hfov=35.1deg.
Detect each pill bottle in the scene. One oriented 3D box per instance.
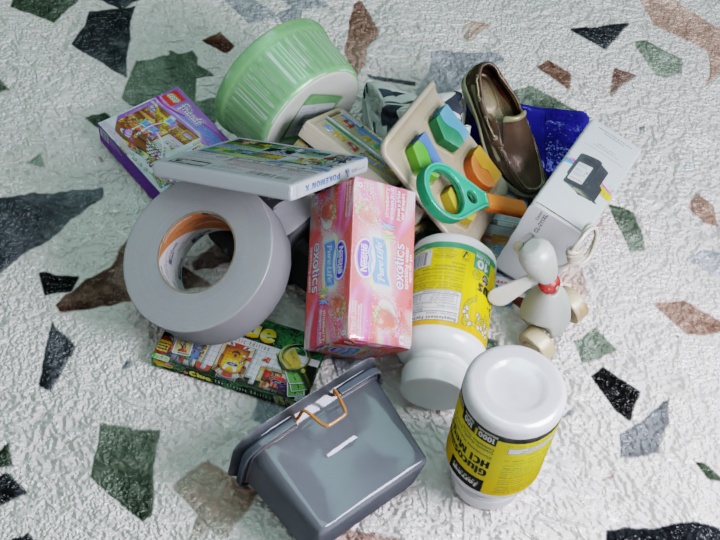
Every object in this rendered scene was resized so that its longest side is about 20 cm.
[{"bbox_3d":[0.104,0.064,1.409,0.112,0.113,0.201,10,58,3],"label":"pill bottle"},{"bbox_3d":[0.156,0.183,1.268,0.112,0.201,0.113,3,50,-3],"label":"pill bottle"}]

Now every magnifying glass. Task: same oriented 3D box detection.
[{"bbox_3d":[0.147,-0.093,1.475,0.199,0.022,0.080,9,62,-44],"label":"magnifying glass"}]

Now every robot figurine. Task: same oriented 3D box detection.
[{"bbox_3d":[-0.107,-0.060,1.490,0.200,0.150,0.125,41,100,24],"label":"robot figurine"}]

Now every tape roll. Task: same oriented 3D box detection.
[{"bbox_3d":[-0.188,-0.013,1.394,0.199,0.066,0.201,-6,70,16],"label":"tape roll"}]

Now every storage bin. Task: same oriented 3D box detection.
[{"bbox_3d":[-0.026,0.211,1.278,0.200,0.146,0.134,-31,70,-27],"label":"storage bin"}]

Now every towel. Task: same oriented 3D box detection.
[{"bbox_3d":[0.241,-0.195,1.679,0.199,0.050,0.148,6,50,-1],"label":"towel"}]

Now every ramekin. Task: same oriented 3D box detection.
[{"bbox_3d":[-0.097,-0.243,1.594,0.200,0.200,0.098,-33,69,-28],"label":"ramekin"}]

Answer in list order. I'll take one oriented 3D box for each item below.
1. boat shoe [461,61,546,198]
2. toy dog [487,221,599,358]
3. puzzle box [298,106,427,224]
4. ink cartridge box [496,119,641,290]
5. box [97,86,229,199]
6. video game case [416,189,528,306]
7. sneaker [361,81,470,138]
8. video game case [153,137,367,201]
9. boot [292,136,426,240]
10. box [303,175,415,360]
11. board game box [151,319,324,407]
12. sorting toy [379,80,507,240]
[{"bbox_3d":[0.204,-0.198,1.594,0.074,0.075,0.203,-28,86,-17],"label":"boat shoe"},{"bbox_3d":[0.217,0.019,1.417,0.132,0.201,0.096,-31,47,-32],"label":"toy dog"},{"bbox_3d":[0.021,-0.145,1.539,0.200,0.025,0.133,38,25,5],"label":"puzzle box"},{"bbox_3d":[0.276,-0.082,1.518,0.083,0.146,0.200,34,51,7],"label":"ink cartridge box"},{"bbox_3d":[-0.260,-0.166,1.610,0.136,0.039,0.200,-30,60,-25],"label":"box"},{"bbox_3d":[0.152,-0.046,1.570,0.142,0.018,0.201,12,51,3],"label":"video game case"},{"bbox_3d":[0.089,-0.226,1.657,0.129,0.080,0.199,-5,19,-24],"label":"sneaker"},{"bbox_3d":[-0.120,-0.127,1.395,0.199,0.022,0.182,11,20,27],"label":"video game case"},{"bbox_3d":[0.005,-0.107,1.560,0.200,0.066,0.175,38,23,9],"label":"boot"},{"bbox_3d":[0.000,0.000,1.382,0.094,0.102,0.201,12,73,-33],"label":"box"},{"bbox_3d":[-0.149,0.101,1.419,0.199,0.024,0.105,16,49,7],"label":"board game box"},{"bbox_3d":[0.120,-0.135,1.510,0.200,0.036,0.185,54,40,-16],"label":"sorting toy"}]
